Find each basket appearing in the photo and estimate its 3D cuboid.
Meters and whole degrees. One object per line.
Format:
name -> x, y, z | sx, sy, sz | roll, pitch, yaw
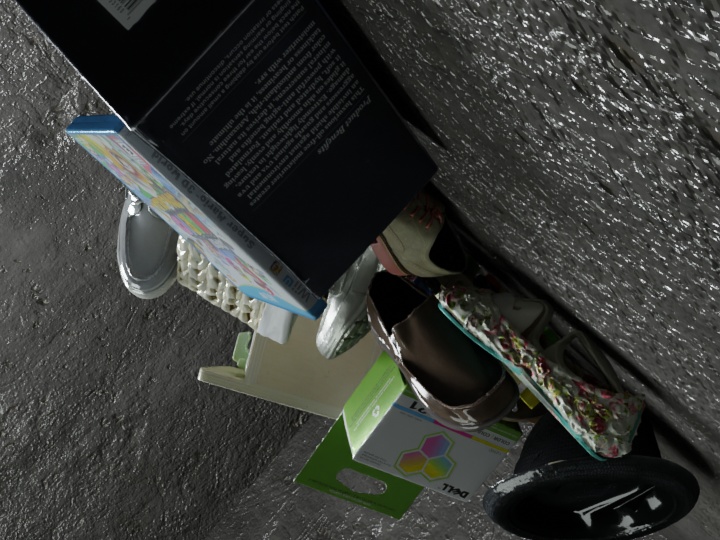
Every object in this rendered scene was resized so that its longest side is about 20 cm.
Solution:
basket -> -0.085, -0.047, 0.943 | 0.122, 0.137, 0.201 | 24, 153, 1

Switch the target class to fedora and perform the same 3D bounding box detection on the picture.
fedora -> 0.208, 0.180, 0.982 | 0.201, 0.198, 0.093 | 44, -140, -43

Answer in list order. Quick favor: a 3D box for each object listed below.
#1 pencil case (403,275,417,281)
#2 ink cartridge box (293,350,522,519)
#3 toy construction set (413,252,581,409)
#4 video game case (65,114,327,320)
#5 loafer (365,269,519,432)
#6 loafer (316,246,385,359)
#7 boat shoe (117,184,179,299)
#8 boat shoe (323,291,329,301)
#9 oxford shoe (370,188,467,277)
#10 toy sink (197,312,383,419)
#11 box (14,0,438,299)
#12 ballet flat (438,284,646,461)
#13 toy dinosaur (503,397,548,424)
pencil case -> 0.013, -0.044, 1.145 | 0.087, 0.083, 0.200 | 46, 179, -19
ink cartridge box -> 0.045, 0.188, 1.077 | 0.146, 0.201, 0.076 | 24, -156, -25
toy construction set -> 0.114, 0.047, 1.014 | 0.199, 0.093, 0.131 | 26, 167, 47
video game case -> -0.123, -0.040, 0.790 | 0.200, 0.018, 0.142 | 44, 165, -26
loafer -> 0.057, 0.064, 0.912 | 0.200, 0.073, 0.071 | 38, 164, 48
loafer -> 0.000, 0.000, 1.022 | 0.070, 0.202, 0.070 | 40, -146, 19
boat shoe -> -0.191, -0.078, 1.002 | 0.071, 0.204, 0.069 | 11, 166, 10
boat shoe -> 0.044, 0.030, 1.159 | 0.197, 0.075, 0.063 | 13, -170, 1
oxford shoe -> 0.032, -0.060, 0.855 | 0.074, 0.071, 0.200 | 10, 158, 32
toy sink -> -0.063, 0.091, 1.194 | 0.196, 0.114, 0.130 | 14, 178, 11
box -> -0.083, -0.120, 0.657 | 0.200, 0.123, 0.198 | 45, 179, 39
ballet flat -> 0.148, 0.064, 0.847 | 0.200, 0.064, 0.075 | 44, -163, 25
toy dinosaur -> 0.179, 0.138, 1.066 | 0.104, 0.062, 0.199 | 16, -165, 19
